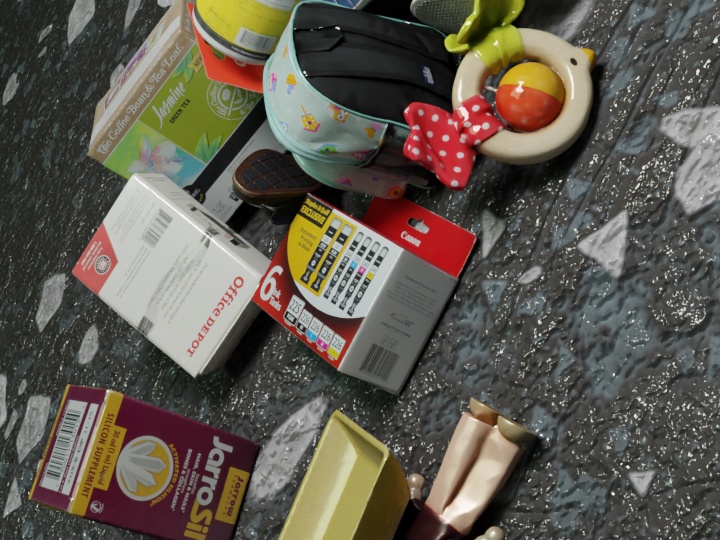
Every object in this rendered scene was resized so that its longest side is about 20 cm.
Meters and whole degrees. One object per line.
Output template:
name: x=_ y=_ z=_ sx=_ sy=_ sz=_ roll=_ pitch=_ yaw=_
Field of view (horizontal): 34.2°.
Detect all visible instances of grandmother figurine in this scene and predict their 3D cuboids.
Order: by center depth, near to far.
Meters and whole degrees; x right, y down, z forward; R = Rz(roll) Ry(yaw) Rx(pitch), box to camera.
grandmother figurine: x=0.071 y=0.210 z=0.995 sx=0.201 sy=0.060 sz=0.121 roll=-62 pitch=27 yaw=0

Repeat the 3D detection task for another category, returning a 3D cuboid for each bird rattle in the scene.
bird rattle: x=0.130 y=-0.161 z=1.071 sx=0.162 sy=0.113 sz=0.201 roll=15 pitch=69 yaw=12

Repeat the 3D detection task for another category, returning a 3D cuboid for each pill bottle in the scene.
pill bottle: x=-0.093 y=-0.326 z=1.238 sx=0.200 sy=0.111 sz=0.112 roll=-56 pitch=35 yaw=34

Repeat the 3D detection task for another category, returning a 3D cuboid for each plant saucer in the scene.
plant saucer: x=-0.021 y=0.241 z=1.058 sx=0.201 sy=0.048 sz=0.200 roll=-68 pitch=15 yaw=-2

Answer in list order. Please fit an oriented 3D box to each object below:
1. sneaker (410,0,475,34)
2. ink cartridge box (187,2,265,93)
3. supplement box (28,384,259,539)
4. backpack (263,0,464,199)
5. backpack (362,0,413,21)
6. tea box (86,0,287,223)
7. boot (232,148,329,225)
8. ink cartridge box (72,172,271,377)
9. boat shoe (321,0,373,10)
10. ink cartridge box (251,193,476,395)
sneaker: x=0.106 y=-0.296 z=1.161 sx=0.082 sy=0.074 sz=0.200 roll=-64 pitch=7 yaw=-9
ink cartridge box: x=-0.088 y=-0.255 z=1.345 sx=0.057 sy=0.199 sz=0.163 roll=-54 pitch=37 yaw=30
supplement box: x=-0.228 y=0.214 z=1.244 sx=0.103 sy=0.199 sz=0.132 roll=-2 pitch=68 yaw=50
backpack: x=-0.004 y=-0.176 z=1.192 sx=0.153 sy=0.199 sz=0.177 roll=-44 pitch=41 yaw=42
backpack: x=0.014 y=-0.387 z=1.328 sx=0.183 sy=0.146 sz=0.201 roll=-50 pitch=33 yaw=35
tea box: x=-0.197 y=-0.191 z=1.432 sx=0.200 sy=0.196 sz=0.134 roll=-48 pitch=26 yaw=22
boot: x=-0.092 y=-0.080 z=1.290 sx=0.075 sy=0.200 sz=0.097 roll=43 pitch=119 yaw=13
ink cartridge box: x=-0.210 y=0.004 z=1.358 sx=0.200 sy=0.083 sz=0.147 roll=39 pitch=104 yaw=11
boat shoe: x=0.039 y=-0.338 z=1.187 sx=0.200 sy=0.072 sz=0.073 roll=-32 pitch=91 yaw=39
ink cartridge box: x=0.000 y=0.000 z=1.183 sx=0.200 sy=0.084 sz=0.176 roll=32 pitch=94 yaw=54
